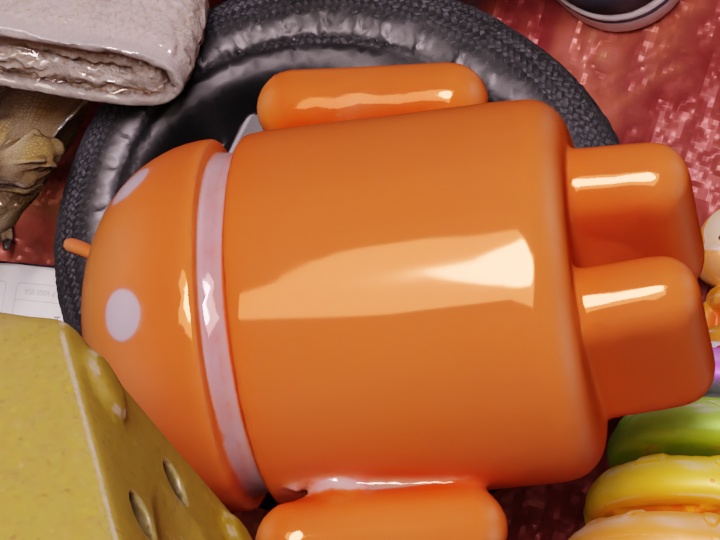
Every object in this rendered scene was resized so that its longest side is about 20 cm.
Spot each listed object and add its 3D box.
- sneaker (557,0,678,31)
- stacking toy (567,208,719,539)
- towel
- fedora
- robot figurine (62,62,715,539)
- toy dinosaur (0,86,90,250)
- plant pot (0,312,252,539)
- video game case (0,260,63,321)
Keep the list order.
[{"bbox_3d":[0.040,-0.173,0.963,0.200,0.079,0.078,42,88,19],"label":"sneaker"},{"bbox_3d":[0.119,0.066,0.884,0.115,0.110,0.201,5,66,15],"label":"stacking toy"},{"bbox_3d":[-0.138,-0.124,0.921,0.199,0.035,0.133,9,51,10],"label":"towel"},{"bbox_3d":[0.000,0.000,0.918,0.199,0.092,0.202,-3,75,11],"label":"fedora"},{"bbox_3d":[0.003,0.013,0.803,0.199,0.117,0.145,-6,98,10],"label":"robot figurine"},{"bbox_3d":[-0.115,-0.060,0.964,0.058,0.200,0.101,41,119,-21],"label":"toy dinosaur"},{"bbox_3d":[-0.124,0.123,0.697,0.199,0.196,0.195,-28,46,8],"label":"plant pot"},{"bbox_3d":[-0.192,0.091,0.962,0.180,0.036,0.201,4,77,12],"label":"video game case"}]
